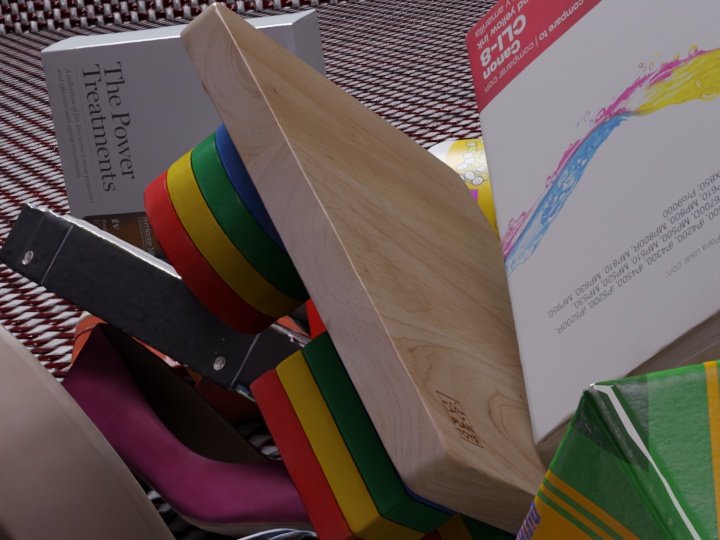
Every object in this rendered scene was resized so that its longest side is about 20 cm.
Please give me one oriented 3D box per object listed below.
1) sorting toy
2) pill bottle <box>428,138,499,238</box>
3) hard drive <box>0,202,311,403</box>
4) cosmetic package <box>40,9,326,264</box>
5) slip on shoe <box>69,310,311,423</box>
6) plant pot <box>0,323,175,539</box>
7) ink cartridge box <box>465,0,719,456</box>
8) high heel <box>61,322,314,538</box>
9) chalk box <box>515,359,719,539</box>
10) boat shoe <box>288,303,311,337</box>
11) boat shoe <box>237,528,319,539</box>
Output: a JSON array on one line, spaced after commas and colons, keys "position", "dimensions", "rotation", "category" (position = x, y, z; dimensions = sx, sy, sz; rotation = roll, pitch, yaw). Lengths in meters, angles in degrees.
[{"position": [0.010, 0.027, 0.742], "dimensions": [0.070, 0.199, 0.200], "rotation": [-36, -30, 15], "category": "sorting toy"}, {"position": [0.096, -0.027, 1.177], "dimensions": [0.199, 0.105, 0.104], "rotation": [-4, 14, 19], "category": "pill bottle"}, {"position": [-0.057, 0.035, 0.914], "dimensions": [0.200, 0.038, 0.140], "rotation": [26, -4, 42], "category": "hard drive"}, {"position": [-0.085, -0.036, 1.118], "dimensions": [0.150, 0.201, 0.052], "rotation": [-5, 15, 16], "category": "cosmetic package"}, {"position": [-0.063, 0.055, 1.049], "dimensions": [0.199, 0.074, 0.061], "rotation": [3, 51, 19], "category": "slip on shoe"}, {"position": [-0.152, 0.129, 0.582], "dimensions": [0.173, 0.201, 0.200], "rotation": [-35, 25, -26], "category": "plant pot"}, {"position": [0.146, -0.028, 0.736], "dimensions": [0.145, 0.201, 0.145], "rotation": [23, -46, -33], "category": "ink cartridge box"}, {"position": [-0.056, 0.069, 0.879], "dimensions": [0.200, 0.096, 0.067], "rotation": [-3, -15, 42], "category": "high heel"}, {"position": [0.122, 0.126, 0.410], "dimensions": [0.123, 0.125, 0.200], "rotation": [-8, 49, -25], "category": "chalk box"}, {"position": [0.000, 0.000, 0.895], "dimensions": [0.076, 0.072, 0.200], "rotation": [25, -6, 39], "category": "boat shoe"}, {"position": [-0.022, 0.128, 0.686], "dimensions": [0.072, 0.073, 0.200], "rotation": [-14, 15, -18], "category": "boat shoe"}]
